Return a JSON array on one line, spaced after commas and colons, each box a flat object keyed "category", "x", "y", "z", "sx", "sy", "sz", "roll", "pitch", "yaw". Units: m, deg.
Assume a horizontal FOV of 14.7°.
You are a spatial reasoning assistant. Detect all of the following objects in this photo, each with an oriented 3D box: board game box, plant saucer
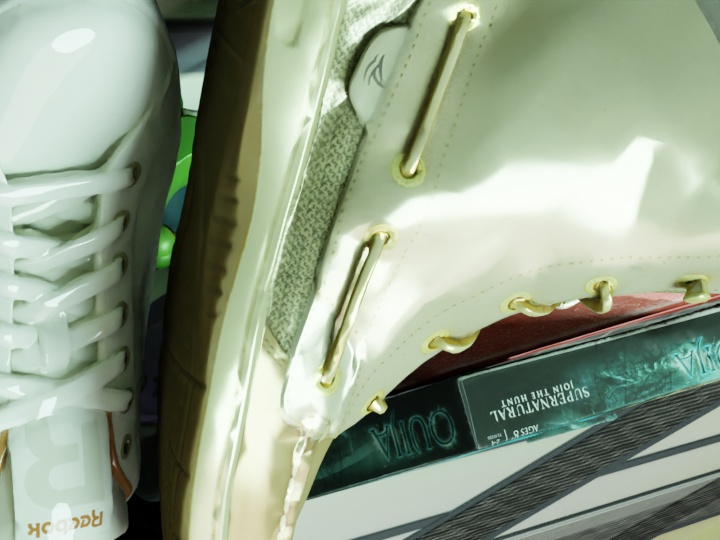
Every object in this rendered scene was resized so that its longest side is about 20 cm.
[{"category": "board game box", "x": 0.036, "y": 0.052, "z": 0.981, "sx": 0.135, "sy": 0.028, "sz": 0.200, "roll": -14, "pitch": 176, "yaw": -33}, {"category": "plant saucer", "x": 0.083, "y": 0.005, "z": 0.994, "sx": 0.199, "sy": 0.037, "sz": 0.200, "roll": -16, "pitch": 178, "yaw": -6}]

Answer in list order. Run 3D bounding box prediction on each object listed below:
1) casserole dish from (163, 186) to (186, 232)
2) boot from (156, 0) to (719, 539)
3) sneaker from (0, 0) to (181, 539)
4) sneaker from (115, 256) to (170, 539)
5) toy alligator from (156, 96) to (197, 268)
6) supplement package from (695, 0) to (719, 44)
[{"category": "casserole dish", "x": -0.106, "y": 0.020, "z": 0.873, "sx": 0.200, "sy": 0.039, "sz": 0.121, "roll": -28, "pitch": 167, "yaw": 12}, {"category": "boot", "x": 0.033, "y": 0.005, "z": 0.674, "sx": 0.155, "sy": 0.200, "sz": 0.073, "roll": 7, "pitch": -164, "yaw": -14}, {"category": "sneaker", "x": -0.073, "y": 0.017, "z": 0.678, "sx": 0.073, "sy": 0.085, "sz": 0.200, "roll": -9, "pitch": 135, "yaw": -24}, {"category": "sneaker", "x": -0.080, "y": 0.073, "z": 0.804, "sx": 0.200, "sy": 0.076, "sz": 0.088, "roll": -47, "pitch": -161, "yaw": 49}, {"category": "toy alligator", "x": -0.078, "y": -0.012, "z": 0.754, "sx": 0.200, "sy": 0.054, "sz": 0.059, "roll": -24, "pitch": 168, "yaw": -11}, {"category": "supplement package", "x": 0.149, "y": -0.129, "z": 0.588, "sx": 0.200, "sy": 0.117, "sz": 0.117, "roll": -15, "pitch": 163, "yaw": -45}]
